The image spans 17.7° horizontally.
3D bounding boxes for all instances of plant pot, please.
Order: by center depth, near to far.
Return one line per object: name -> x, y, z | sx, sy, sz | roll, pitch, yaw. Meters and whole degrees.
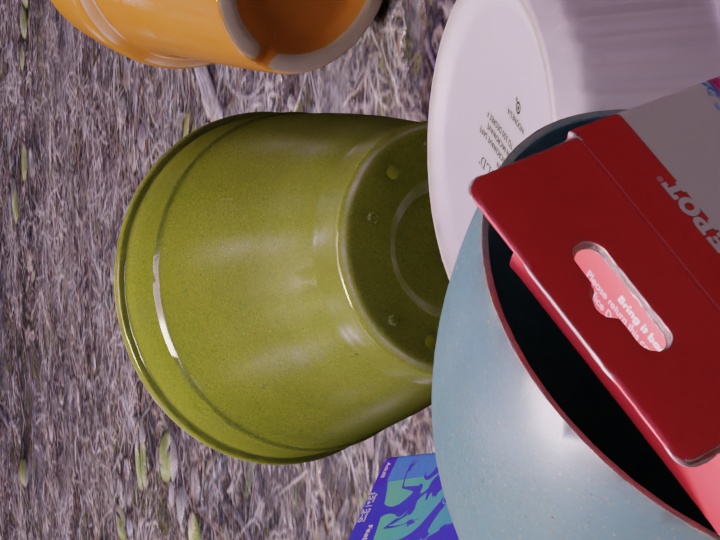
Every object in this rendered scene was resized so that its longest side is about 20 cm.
plant pot -> 0.105, 0.061, 0.813 | 0.135, 0.200, 0.200 | -58, 36, 42
plant pot -> 0.000, 0.000, 1.224 | 0.193, 0.200, 0.201 | -11, 80, 59
plant pot -> -0.081, -0.208, 1.451 | 0.183, 0.200, 0.201 | 34, 125, 49

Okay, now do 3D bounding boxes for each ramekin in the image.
ramekin -> 0.099, -0.055, 1.027 | 0.202, 0.094, 0.203 | 179, 90, -72

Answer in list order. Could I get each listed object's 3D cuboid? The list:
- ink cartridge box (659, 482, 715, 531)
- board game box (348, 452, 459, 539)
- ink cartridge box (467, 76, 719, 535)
ink cartridge box -> 0.098, 0.129, 0.904 | 0.050, 0.200, 0.162 | 57, -171, -44
board game box -> 0.058, 0.149, 1.024 | 0.200, 0.045, 0.152 | -12, 44, 49
ink cartridge box -> 0.132, 0.001, 0.720 | 0.116, 0.200, 0.067 | 54, 146, 25
